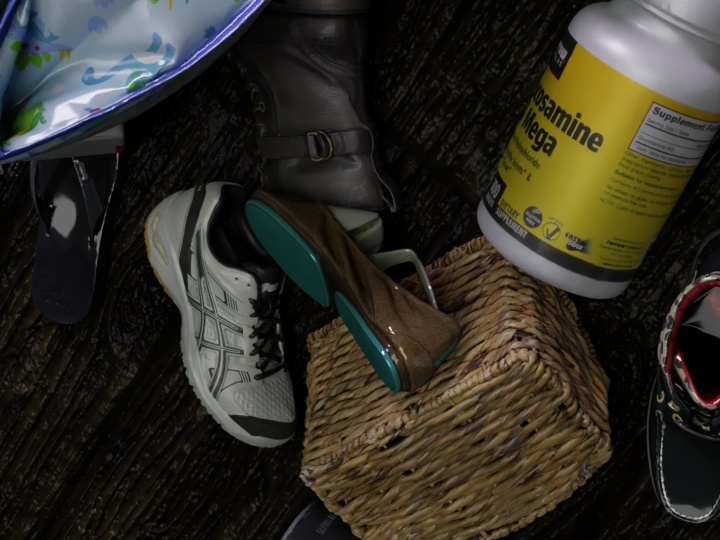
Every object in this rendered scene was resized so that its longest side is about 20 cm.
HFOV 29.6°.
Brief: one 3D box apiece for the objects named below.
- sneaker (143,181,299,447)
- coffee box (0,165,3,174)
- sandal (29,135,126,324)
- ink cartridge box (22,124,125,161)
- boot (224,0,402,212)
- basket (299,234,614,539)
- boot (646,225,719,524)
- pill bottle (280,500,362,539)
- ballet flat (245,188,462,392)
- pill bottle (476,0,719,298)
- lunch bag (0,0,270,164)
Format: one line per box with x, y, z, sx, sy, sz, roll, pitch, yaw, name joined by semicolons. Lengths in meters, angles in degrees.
-0.087;0.031;0.988;0.087;0.075;0.201;-23;93;38;sneaker
-0.365;-0.160;1.060;0.113;0.080;0.202;-9;97;22;coffee box
-0.222;-0.056;1.047;0.075;0.043;0.202;7;102;19;sandal
-0.213;-0.183;0.947;0.082;0.145;0.202;-5;91;-9;ink cartridge box
-0.067;-0.119;0.969;0.198;0.069;0.176;7;110;26;boot
0.071;0.092;0.958;0.199;0.150;0.143;-31;121;22;basket
0.213;0.080;0.853;0.073;0.154;0.206;12;104;17;boot
0.027;0.259;0.983;0.199;0.106;0.107;28;108;13;pill bottle
0.000;0.000;0.915;0.200;0.072;0.068;45;157;39;ballet flat
0.162;-0.093;0.854;0.112;0.112;0.201;31;113;12;pill bottle
-0.158;-0.139;0.796;0.200;0.170;0.127;-46;101;-3;lunch bag
